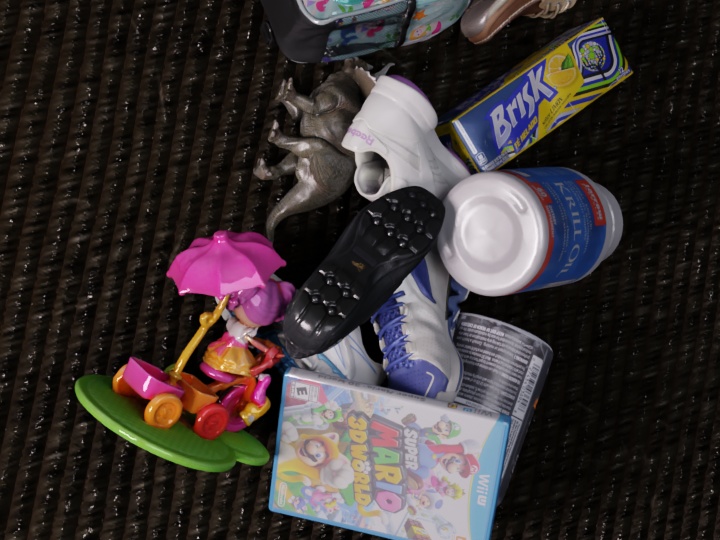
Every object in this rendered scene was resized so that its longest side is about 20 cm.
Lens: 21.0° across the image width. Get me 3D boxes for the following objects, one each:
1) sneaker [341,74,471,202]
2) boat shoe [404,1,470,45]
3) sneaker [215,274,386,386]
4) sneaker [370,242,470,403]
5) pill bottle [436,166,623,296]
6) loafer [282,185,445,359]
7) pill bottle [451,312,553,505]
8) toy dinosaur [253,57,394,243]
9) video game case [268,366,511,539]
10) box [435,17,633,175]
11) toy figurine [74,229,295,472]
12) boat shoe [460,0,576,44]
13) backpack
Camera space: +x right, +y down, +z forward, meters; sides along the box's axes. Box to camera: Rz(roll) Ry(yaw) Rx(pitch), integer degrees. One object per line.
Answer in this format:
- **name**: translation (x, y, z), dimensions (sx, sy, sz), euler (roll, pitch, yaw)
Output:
- **sneaker**: translation (0.039, -0.087, 1.748), dimensions (0.100, 0.075, 0.200), euler (-52, 138, -16)
- **boat shoe**: translation (0.028, -0.237, 1.777), dimensions (0.200, 0.065, 0.074), euler (-26, 98, -25)
- **sneaker**: translation (-0.051, 0.048, 1.735), dimensions (0.200, 0.075, 0.087), euler (52, 54, -17)
- **sneaker**: translation (0.032, 0.038, 1.737), dimensions (0.115, 0.081, 0.200), euler (29, 52, -27)
- **pill bottle**: translation (0.163, -0.039, 1.773), dimensions (0.200, 0.112, 0.113), euler (-10, 92, -58)
- **loafer**: translation (0.000, 0.000, 1.661), dimensions (0.068, 0.070, 0.201), euler (40, 57, 6)
- **pill bottle**: translation (0.096, 0.148, 1.772), dimensions (0.106, 0.106, 0.200), euler (25, 78, -22)
- **toy dinosaur**: translation (-0.034, -0.115, 1.738), dimensions (0.102, 0.077, 0.200), euler (18, 76, -11)
- **video game case**: translation (0.023, 0.169, 1.691), dimensions (0.200, 0.018, 0.143), euler (12, 116, 9)
- **box**: translation (0.158, -0.160, 1.833), dimensions (0.200, 0.070, 0.064), euler (-36, 101, -23)
- **toy figurine**: translation (-0.114, 0.057, 1.629), dimensions (0.200, 0.150, 0.184), euler (20, 102, -45)
- **boat shoe**: translation (0.178, -0.276, 1.848), dimensions (0.200, 0.076, 0.072), euler (-44, 108, -19)
- **backpack**: translation (0.011, -0.286, 1.673), dimensions (0.200, 0.151, 0.178), euler (-12, 68, -26)
